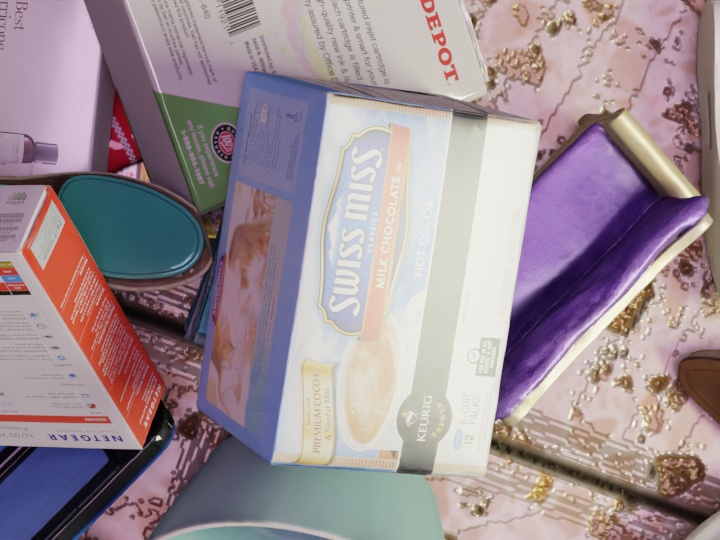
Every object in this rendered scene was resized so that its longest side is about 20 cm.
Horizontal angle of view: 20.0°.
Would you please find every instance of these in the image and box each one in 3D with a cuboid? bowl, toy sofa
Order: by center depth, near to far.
[{"bbox_3d":[-0.029,0.163,1.227,0.199,0.201,0.106,15,52,-1],"label":"bowl"},{"bbox_3d":[0.114,-0.002,1.246,0.200,0.098,0.083,-45,102,-6],"label":"toy sofa"}]

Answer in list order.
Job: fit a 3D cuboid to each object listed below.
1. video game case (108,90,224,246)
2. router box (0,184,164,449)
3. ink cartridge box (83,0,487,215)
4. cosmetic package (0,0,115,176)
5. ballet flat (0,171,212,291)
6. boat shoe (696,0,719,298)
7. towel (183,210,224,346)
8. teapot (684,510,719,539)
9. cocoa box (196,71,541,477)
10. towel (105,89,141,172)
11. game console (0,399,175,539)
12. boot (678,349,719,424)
[{"bbox_3d":[-0.119,-0.118,1.291,0.179,0.026,0.202,5,89,-1],"label":"video game case"},{"bbox_3d":[-0.236,0.029,1.161,0.199,0.180,0.049,0,50,21],"label":"router box"},{"bbox_3d":[-0.044,-0.138,1.204,0.199,0.084,0.146,-24,104,-19],"label":"ink cartridge box"},{"bbox_3d":[-0.194,-0.084,1.231,0.082,0.051,0.202,5,94,3],"label":"cosmetic package"},{"bbox_3d":[-0.175,-0.024,1.176,0.198,0.062,0.068,10,76,10],"label":"ballet flat"},{"bbox_3d":[0.252,-0.073,1.285,0.068,0.072,0.202,-2,81,-2],"label":"boat shoe"},{"bbox_3d":[0.004,0.002,1.279,0.199,0.022,0.148,18,90,-12],"label":"towel"},{"bbox_3d":[0.282,0.236,1.244,0.199,0.198,0.146,-4,134,32],"label":"teapot"},{"bbox_3d":[0.000,0.000,1.123,0.130,0.133,0.202,6,98,-24],"label":"cocoa box"},{"bbox_3d":[-0.109,-0.164,1.269,0.199,0.022,0.145,-27,91,-2],"label":"towel"},{"bbox_3d":[-0.235,0.103,1.246,0.200,0.171,0.118,-45,118,-1],"label":"game console"},{"bbox_3d":[0.320,0.064,1.275,0.199,0.071,0.146,29,56,35],"label":"boot"}]
